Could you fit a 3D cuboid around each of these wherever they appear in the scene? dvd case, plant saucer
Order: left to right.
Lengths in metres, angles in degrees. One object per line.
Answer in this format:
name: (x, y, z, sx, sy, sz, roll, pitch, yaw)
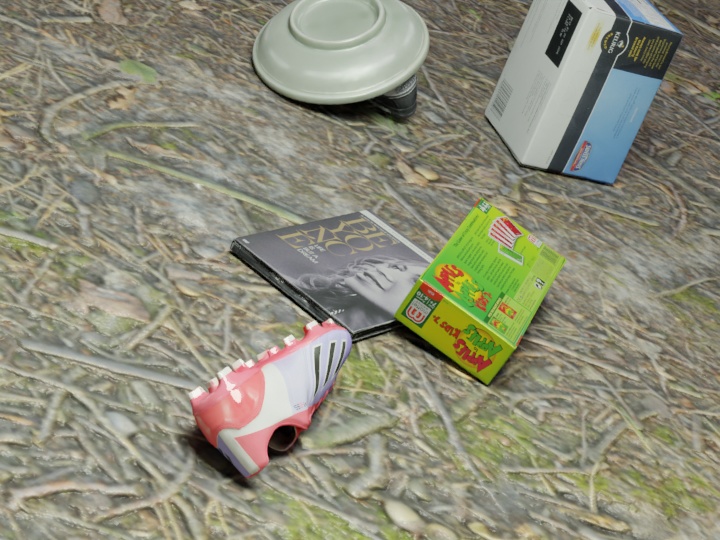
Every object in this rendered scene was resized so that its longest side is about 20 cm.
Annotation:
plant saucer: (-0.024, -0.263, 1.794, 0.199, 0.050, 0.201, -3, 44, 3)
dvd case: (0.000, 0.000, 1.457, 0.148, 0.016, 0.199, 37, 29, 27)

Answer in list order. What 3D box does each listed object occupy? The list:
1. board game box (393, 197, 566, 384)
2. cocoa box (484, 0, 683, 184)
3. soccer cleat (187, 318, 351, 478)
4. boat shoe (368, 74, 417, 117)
board game box: (0.111, 0.014, 1.454, 0.101, 0.048, 0.200, 35, 30, 3)
cocoa box: (0.255, -0.224, 1.868, 0.130, 0.201, 0.134, 10, 28, -24)
soccer cleat: (-0.056, 0.093, 1.205, 0.077, 0.067, 0.200, 60, 27, 3)
boat shoe: (0.001, -0.239, 1.854, 0.072, 0.068, 0.200, -35, 49, -17)
